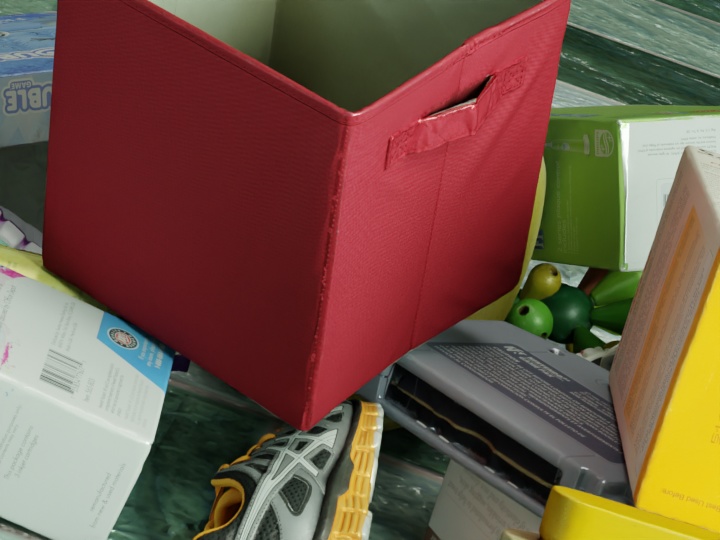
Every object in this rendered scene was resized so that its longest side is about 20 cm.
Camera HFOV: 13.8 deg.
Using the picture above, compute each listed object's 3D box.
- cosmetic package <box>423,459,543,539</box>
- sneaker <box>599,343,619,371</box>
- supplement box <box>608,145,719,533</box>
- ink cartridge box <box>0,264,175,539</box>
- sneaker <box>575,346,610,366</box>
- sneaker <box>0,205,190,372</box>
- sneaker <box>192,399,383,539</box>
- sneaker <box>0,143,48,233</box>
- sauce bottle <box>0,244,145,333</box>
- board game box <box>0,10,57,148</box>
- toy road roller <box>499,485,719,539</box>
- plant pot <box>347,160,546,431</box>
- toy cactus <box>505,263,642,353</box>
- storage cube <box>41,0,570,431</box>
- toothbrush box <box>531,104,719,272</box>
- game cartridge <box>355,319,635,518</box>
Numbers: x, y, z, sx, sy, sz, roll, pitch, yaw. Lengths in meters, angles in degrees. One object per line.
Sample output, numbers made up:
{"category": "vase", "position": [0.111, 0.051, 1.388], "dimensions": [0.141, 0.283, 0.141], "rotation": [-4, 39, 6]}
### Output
{"category": "cosmetic package", "position": [0.140, 0.142, 1.444], "dimensions": [0.199, 0.074, 0.102], "rotation": [10, 17, -30]}
{"category": "sneaker", "position": [0.175, 0.043, 1.563], "dimensions": [0.099, 0.078, 0.200], "rotation": [5, 18, 2]}
{"category": "supplement box", "position": [0.170, 0.031, 1.361], "dimensions": [0.073, 0.127, 0.200], "rotation": [17, 15, -3]}
{"category": "ink cartridge box", "position": [-0.191, 0.041, 1.360], "dimensions": [0.199, 0.068, 0.115], "rotation": [25, 20, -7]}
{"category": "sneaker", "position": [0.167, 0.090, 1.626], "dimensions": [0.087, 0.074, 0.200], "rotation": [23, 12, 34]}
{"category": "sneaker", "position": [-0.181, 0.006, 1.552], "dimensions": [0.200, 0.075, 0.087], "rotation": [36, 11, 17]}
{"category": "sneaker", "position": [-0.033, 0.106, 1.371], "dimensions": [0.077, 0.079, 0.200], "rotation": [9, 16, 0]}
{"category": "sneaker", "position": [-0.220, -0.052, 1.685], "dimensions": [0.200, 0.081, 0.146], "rotation": [-19, 18, -40]}
{"category": "sauce bottle", "position": [-0.197, 0.013, 1.446], "dimensions": [0.199, 0.066, 0.066], "rotation": [16, 17, -4]}
{"category": "board game box", "position": [-0.174, -0.111, 1.661], "dimensions": [0.199, 0.044, 0.199], "rotation": [-10, 17, -35]}
{"category": "toy road roller", "position": [0.138, 0.171, 1.289], "dimensions": [0.199, 0.123, 0.146], "rotation": [17, 3, -7]}
{"category": "plant pot", "position": [0.000, 0.000, 1.581], "dimensions": [0.199, 0.200, 0.142], "rotation": [15, 42, -12]}
{"category": "toy cactus", "position": [0.101, 0.032, 1.749], "dimensions": [0.164, 0.103, 0.200], "rotation": [5, 14, 23]}
{"category": "storage cube", "position": [-0.029, -0.068, 1.395], "dimensions": [0.200, 0.180, 0.171], "rotation": [30, 42, 27]}
{"category": "toothbrush box", "position": [0.155, -0.051, 1.698], "dimensions": [0.145, 0.087, 0.200], "rotation": [-4, 7, -28]}
{"category": "game cartridge", "position": [0.097, 0.077, 1.427], "dimensions": [0.133, 0.041, 0.200], "rotation": [-2, 25, -42]}
